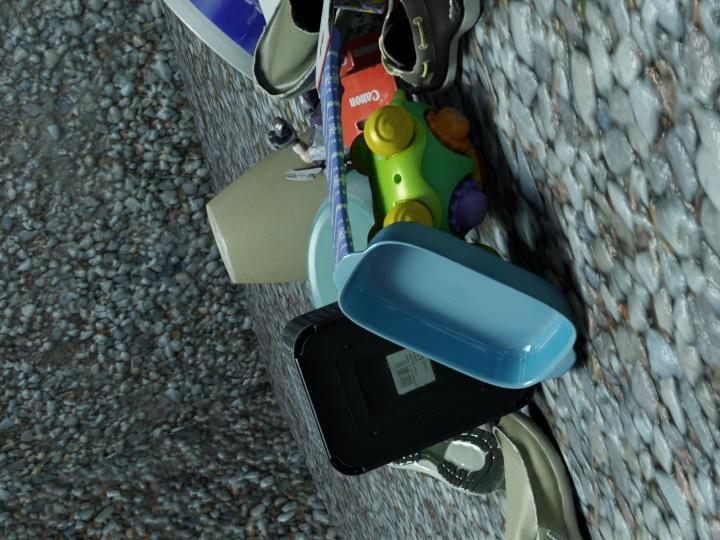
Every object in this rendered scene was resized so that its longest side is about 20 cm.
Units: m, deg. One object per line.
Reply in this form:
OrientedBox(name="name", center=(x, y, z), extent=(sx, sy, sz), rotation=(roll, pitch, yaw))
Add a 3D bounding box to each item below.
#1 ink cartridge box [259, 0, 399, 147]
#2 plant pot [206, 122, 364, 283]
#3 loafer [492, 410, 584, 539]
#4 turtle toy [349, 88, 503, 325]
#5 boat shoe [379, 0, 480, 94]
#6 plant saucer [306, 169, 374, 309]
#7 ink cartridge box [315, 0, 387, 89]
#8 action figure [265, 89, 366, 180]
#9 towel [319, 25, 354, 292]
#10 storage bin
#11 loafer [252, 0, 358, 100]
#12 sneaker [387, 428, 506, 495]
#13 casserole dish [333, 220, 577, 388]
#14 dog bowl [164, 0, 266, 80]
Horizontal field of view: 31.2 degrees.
OrientedBox(name="ink cartridge box", center=(-0.030, -0.217, 1.230), extent=(0.108, 0.050, 0.203), rotation=(-10, 101, 52))
OrientedBox(name="plant pot", center=(-0.066, -0.064, 1.448), extent=(0.187, 0.197, 0.190), rotation=(160, 90, -79))
OrientedBox(name="loafer", center=(0.159, 0.225, 1.166), extent=(0.076, 0.067, 0.203), rotation=(130, 120, -79))
OrientedBox(name="turtle toy", center=(0.058, -0.052, 1.058), extent=(0.146, 0.100, 0.203), rotation=(153, 105, -82))
OrientedBox(name="boat shoe", center=(0.045, -0.185, 1.016), extent=(0.200, 0.059, 0.073), rotation=(118, 130, -77))
OrientedBox(name="plant saucer", center=(0.000, 0.000, 1.270), extent=(0.199, 0.036, 0.203), rotation=(13, 107, 52))
OrientedBox(name="ink cartridge box", center=(0.005, -0.239, 0.921), extent=(0.109, 0.050, 0.203), rotation=(119, 157, -77))
OrientedBox(name="action figure", center=(-0.040, -0.174, 1.345), extent=(0.069, 0.128, 0.203), rotation=(-92, -9, -87))
OrientedBox(name="towel", center=(-0.017, -0.092, 1.110), extent=(0.145, 0.023, 0.203), rotation=(96, 169, -76))
OrientedBox(name="storage bin", center=(0.040, 0.082, 1.149), extent=(0.094, 0.197, 0.137), rotation=(-170, 60, -78))
OrientedBox(name="loafer", center=(-0.048, -0.227, 1.140), extent=(0.075, 0.069, 0.200), rotation=(48, 130, 12))
OrientedBox(name="sneaker", center=(0.087, 0.191, 1.335), extent=(0.199, 0.078, 0.088), rotation=(23, 170, 44))
OrientedBox(name="casserole dish", center=(0.076, 0.024, 0.991), extent=(0.121, 0.198, 0.039), rotation=(123, 168, -51))
OrientedBox(name="dog bowl", center=(-0.139, -0.300, 1.457), extent=(0.200, 0.079, 0.200), rotation=(41, -166, -12))
